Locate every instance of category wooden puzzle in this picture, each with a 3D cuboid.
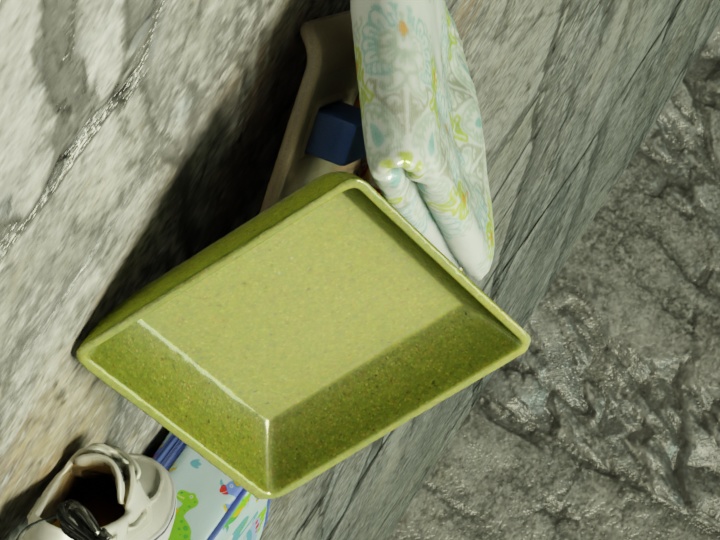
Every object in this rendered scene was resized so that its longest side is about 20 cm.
[{"bbox_3d":[-0.016,-0.058,1.679,0.185,0.046,0.200,-30,135,-72],"label":"wooden puzzle"}]

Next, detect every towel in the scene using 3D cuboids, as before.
[{"bbox_3d":[0.036,-0.101,1.589,0.200,0.048,0.172,56,24,-65],"label":"towel"}]

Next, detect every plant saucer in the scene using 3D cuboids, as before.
[{"bbox_3d":[-0.034,0.030,1.576,0.200,0.048,0.200,-31,136,17],"label":"plant saucer"}]

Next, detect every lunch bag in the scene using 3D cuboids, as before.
[{"bbox_3d":[-0.123,0.185,1.936,0.161,0.082,0.200,-53,170,-27],"label":"lunch bag"}]

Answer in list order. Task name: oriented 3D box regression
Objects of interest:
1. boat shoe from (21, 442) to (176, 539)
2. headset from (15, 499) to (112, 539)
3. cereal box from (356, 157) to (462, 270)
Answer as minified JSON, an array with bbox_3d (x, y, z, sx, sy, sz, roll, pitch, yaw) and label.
[{"bbox_3d":[-0.158,0.141,1.653,0.200,0.071,0.070,-38,149,-66],"label":"boat shoe"},{"bbox_3d":[-0.213,0.207,1.472,0.200,0.094,0.124,-46,170,-7],"label":"headset"},{"bbox_3d":[0.000,0.000,1.803,0.200,0.039,0.144,-56,-144,40],"label":"cereal box"}]
